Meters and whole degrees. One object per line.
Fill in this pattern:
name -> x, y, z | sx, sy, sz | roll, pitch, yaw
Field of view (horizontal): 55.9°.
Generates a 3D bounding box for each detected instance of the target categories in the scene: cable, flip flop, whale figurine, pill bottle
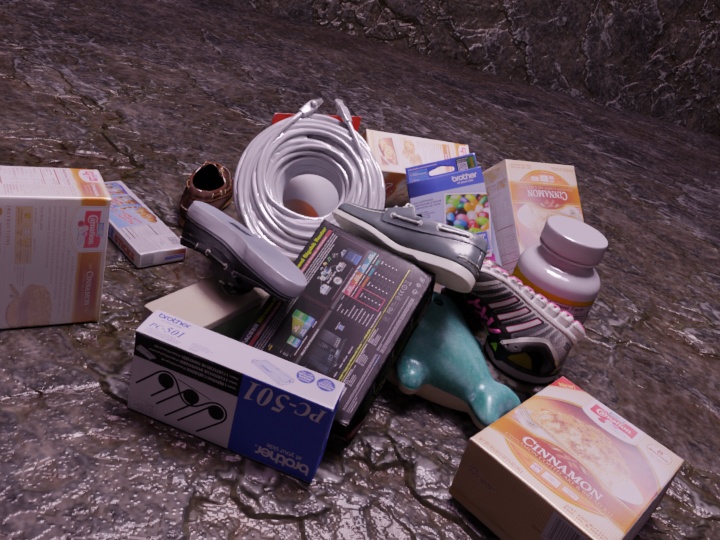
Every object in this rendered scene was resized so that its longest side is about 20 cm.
cable -> -0.066, -0.102, 0.879 | 0.198, 0.069, 0.202 | -29, 80, -14
flip flop -> 0.161, 0.014, 0.930 | 0.079, 0.059, 0.200 | 10, -13, 13
whale figurine -> 0.103, 0.099, 0.803 | 0.157, 0.105, 0.199 | -13, 41, -45
pill bottle -> 0.246, 0.037, 0.893 | 0.109, 0.203, 0.112 | 14, 27, -7

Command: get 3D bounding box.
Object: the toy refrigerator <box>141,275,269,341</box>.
toy refrigerator -> -0.150, 0.054, 0.768 | 0.069, 0.077, 0.199 | 29, 29, 21

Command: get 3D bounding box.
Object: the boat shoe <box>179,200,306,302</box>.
boat shoe -> -0.137, -0.008, 0.738 | 0.199, 0.067, 0.069 | 34, 9, 33

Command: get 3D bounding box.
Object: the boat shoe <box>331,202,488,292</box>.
boat shoe -> 0.055, -0.041, 0.783 | 0.198, 0.062, 0.073 | 26, -16, 30

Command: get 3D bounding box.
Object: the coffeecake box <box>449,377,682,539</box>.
coffeecake box -> 0.211, 0.208, 0.688 | 0.153, 0.074, 0.198 | 35, 32, 31

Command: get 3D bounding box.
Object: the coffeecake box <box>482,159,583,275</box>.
coffeecake box -> 0.279, -0.062, 1.079 | 0.151, 0.205, 0.073 | 0, -12, -31

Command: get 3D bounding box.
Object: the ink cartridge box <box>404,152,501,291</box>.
ink cartridge box -> 0.138, -0.075, 1.022 | 0.117, 0.204, 0.042 | -11, -12, 7

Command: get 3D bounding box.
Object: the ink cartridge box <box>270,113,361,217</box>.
ink cartridge box -> -0.069, -0.122, 0.995 | 0.160, 0.203, 0.050 | -8, 36, -38

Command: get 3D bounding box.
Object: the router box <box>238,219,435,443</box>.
router box -> -0.027, 0.061, 0.740 | 0.148, 0.063, 0.201 | 27, 64, 16

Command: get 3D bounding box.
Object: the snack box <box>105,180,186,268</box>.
snack box -> -0.322, -0.069, 0.944 | 0.071, 0.025, 0.199 | -13, 41, -43

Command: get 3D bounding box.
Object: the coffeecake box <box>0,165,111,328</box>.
coffeecake box -> -0.368, -0.022, 0.693 | 0.197, 0.156, 0.073 | -3, 33, -34

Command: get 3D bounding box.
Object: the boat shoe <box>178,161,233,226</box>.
boat shoe -> -0.234, -0.133, 1.062 | 0.069, 0.072, 0.201 | 11, 27, -8

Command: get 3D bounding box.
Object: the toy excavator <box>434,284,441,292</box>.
toy excavator -> 0.000, 0.000, 0.956 | 0.192, 0.102, 0.198 | -10, 24, -40

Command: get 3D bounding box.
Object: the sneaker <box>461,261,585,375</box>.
sneaker -> 0.167, 0.057, 0.802 | 0.198, 0.089, 0.074 | 31, -7, -6

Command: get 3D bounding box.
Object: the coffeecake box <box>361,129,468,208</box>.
coffeecake box -> 0.068, -0.161, 1.163 | 0.196, 0.153, 0.075 | 2, 71, -26

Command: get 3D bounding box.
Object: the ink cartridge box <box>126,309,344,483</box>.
ink cartridge box -> -0.121, 0.119, 0.648 | 0.196, 0.095, 0.044 | 21, 28, 5
